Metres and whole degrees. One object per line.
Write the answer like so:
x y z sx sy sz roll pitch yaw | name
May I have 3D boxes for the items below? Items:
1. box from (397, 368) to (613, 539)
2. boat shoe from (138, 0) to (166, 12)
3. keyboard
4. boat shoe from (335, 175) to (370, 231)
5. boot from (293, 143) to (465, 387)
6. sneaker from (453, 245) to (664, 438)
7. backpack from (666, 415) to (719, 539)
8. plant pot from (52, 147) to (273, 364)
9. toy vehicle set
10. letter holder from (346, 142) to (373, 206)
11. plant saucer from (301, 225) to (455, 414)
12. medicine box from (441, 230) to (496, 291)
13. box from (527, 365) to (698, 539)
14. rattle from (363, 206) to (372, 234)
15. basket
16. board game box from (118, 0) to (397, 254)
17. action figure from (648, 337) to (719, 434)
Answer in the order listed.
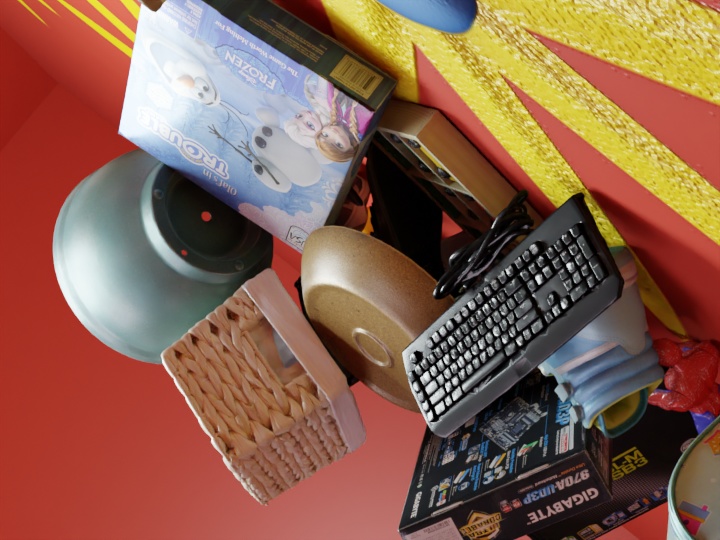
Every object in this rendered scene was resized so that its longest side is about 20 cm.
0.119 0.140 1.005 0.046 0.158 0.200 58 -160 -13 | box
-0.156 -0.254 0.894 0.072 0.065 0.200 38 -165 -40 | boat shoe
0.085 0.025 0.869 0.039 0.200 0.105 4 -128 -41 | keyboard
-0.033 -0.078 1.339 0.066 0.072 0.201 48 -168 -18 | boat shoe
0.000 0.000 1.119 0.173 0.069 0.202 -16 91 46 | boot
0.143 0.061 0.938 0.200 0.079 0.132 -15 96 66 | sneaker
0.278 0.156 0.742 0.200 0.175 0.154 36 157 42 | backpack
-0.157 -0.030 1.141 0.200 0.201 0.134 40 145 -14 | plant pot
0.088 -0.059 1.014 0.200 0.027 0.124 42 174 -26 | toy vehicle set
-0.060 -0.119 1.155 0.142 0.101 0.200 32 171 39 | letter holder
0.020 0.052 1.022 0.200 0.035 0.201 34 153 20 | plant saucer
0.098 0.070 1.236 0.200 0.102 0.183 90 157 -84 | medicine box
0.216 0.169 1.153 0.193 0.199 0.048 44 -160 -47 | box
0.004 -0.039 1.374 0.199 0.130 0.144 18 -124 -54 | rattle
-0.084 0.111 1.137 0.136 0.123 0.200 54 171 20 | basket
-0.089 -0.126 1.003 0.199 0.043 0.199 33 145 5 | board game box
0.250 0.097 0.988 0.099 0.066 0.200 22 164 43 | action figure
